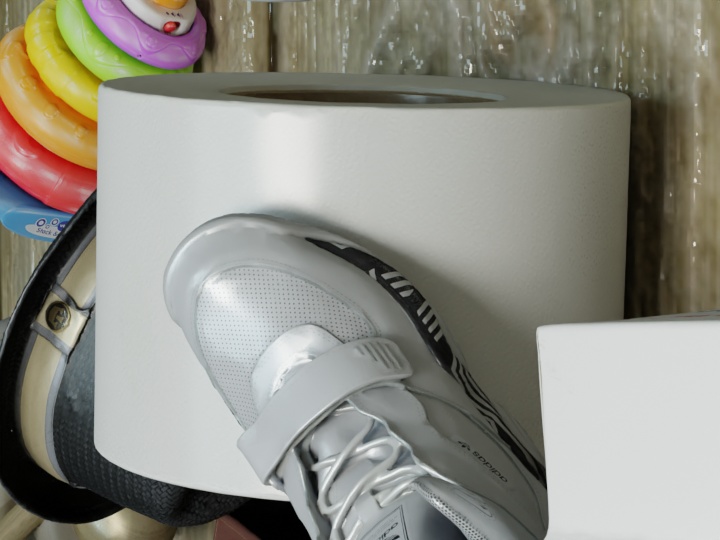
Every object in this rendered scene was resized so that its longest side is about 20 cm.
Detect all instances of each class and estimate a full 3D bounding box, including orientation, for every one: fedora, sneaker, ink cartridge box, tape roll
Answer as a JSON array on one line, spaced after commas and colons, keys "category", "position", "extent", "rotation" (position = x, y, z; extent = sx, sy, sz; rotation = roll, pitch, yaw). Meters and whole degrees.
[{"category": "fedora", "position": [-0.068, 0.039, 1.077], "extent": [0.091, 0.200, 0.201], "rotation": [33, 122, 31]}, {"category": "sneaker", "position": [0.003, 0.061, 0.766], "extent": [0.075, 0.115, 0.200], "rotation": [-45, 82, 14]}, {"category": "ink cartridge box", "position": [0.148, 0.070, 0.694], "extent": [0.128, 0.199, 0.126], "rotation": [-5, 89, 58]}, {"category": "tape roll", "position": [0.000, 0.000, 0.925], "extent": [0.202, 0.202, 0.140], "rotation": [12, 103, 57]}]

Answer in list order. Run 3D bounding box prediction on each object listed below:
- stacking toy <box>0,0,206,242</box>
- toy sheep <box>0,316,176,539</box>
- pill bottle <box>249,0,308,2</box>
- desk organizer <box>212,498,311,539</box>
[{"category": "stacking toy", "position": [-0.118, -0.115, 1.217], "extent": [0.200, 0.116, 0.110], "rotation": [-48, 53, 32]}, {"category": "toy sheep", "position": [-0.161, 0.088, 1.256], "extent": [0.200, 0.138, 0.138], "rotation": [38, 125, 36]}, {"category": "pill bottle", "position": [-0.045, -0.224, 1.056], "extent": [0.113, 0.113, 0.201], "rotation": [32, 120, 52]}, {"category": "desk organizer", "position": [0.013, 0.130, 1.039], "extent": [0.200, 0.071, 0.077], "rotation": [29, 115, 53]}]
